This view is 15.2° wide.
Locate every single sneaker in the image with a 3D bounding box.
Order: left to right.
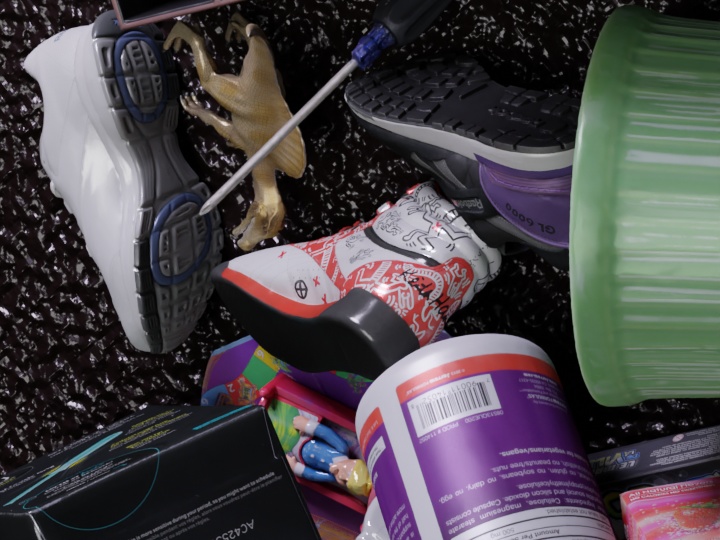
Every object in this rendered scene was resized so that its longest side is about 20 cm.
[{"bbox_3d":[-0.139,-0.050,1.570,0.087,0.074,0.201,-4,99,41],"label":"sneaker"},{"bbox_3d":[0.001,0.001,1.510,0.067,0.108,0.201,54,161,-22],"label":"sneaker"},{"bbox_3d":[0.058,-0.052,1.419,0.200,0.076,0.088,29,137,54],"label":"sneaker"}]

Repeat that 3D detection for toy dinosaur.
[{"bbox_3d":[-0.058,-0.099,1.484,0.101,0.058,0.200,51,157,29],"label":"toy dinosaur"}]

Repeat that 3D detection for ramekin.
[{"bbox_3d":[0.173,-0.030,1.337,0.097,0.200,0.201,3,109,18],"label":"ramekin"}]

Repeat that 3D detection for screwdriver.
[{"bbox_3d":[-0.012,-0.097,1.430,0.029,0.200,0.028,32,164,33],"label":"screwdriver"}]

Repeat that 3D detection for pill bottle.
[{"bbox_3d":[0.074,0.140,1.389,0.112,0.112,0.201,-39,54,32],"label":"pill bottle"}]

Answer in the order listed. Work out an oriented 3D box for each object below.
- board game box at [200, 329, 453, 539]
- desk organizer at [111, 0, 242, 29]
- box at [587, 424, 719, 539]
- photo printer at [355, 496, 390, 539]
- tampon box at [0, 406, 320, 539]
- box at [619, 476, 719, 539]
[{"bbox_3d":[-0.015,0.104,1.567,0.200,0.039,0.158,-23,96,31],"label":"board game box"},{"bbox_3d":[-0.041,-0.188,1.455,0.199,0.077,0.072,-10,103,30],"label":"desk organizer"},{"bbox_3d":[0.161,0.149,1.482,0.199,0.035,0.110,-15,115,30],"label":"box"},{"bbox_3d":[0.059,0.224,1.519,0.166,0.069,0.200,39,149,17],"label":"photo printer"},{"bbox_3d":[-0.126,0.161,1.524,0.200,0.150,0.127,-8,105,67],"label":"tampon box"},{"bbox_3d":[0.240,0.155,1.370,0.199,0.103,0.095,-9,105,-2],"label":"box"}]
